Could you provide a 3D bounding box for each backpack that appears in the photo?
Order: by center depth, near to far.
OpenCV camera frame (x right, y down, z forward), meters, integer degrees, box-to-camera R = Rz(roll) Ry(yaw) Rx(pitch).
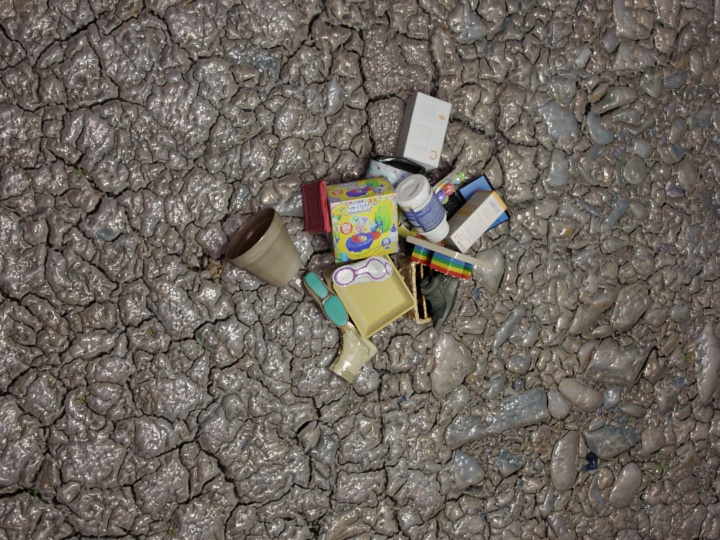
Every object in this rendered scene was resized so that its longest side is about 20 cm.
[{"bbox_3d":[0.112,-0.283,1.695,0.194,0.167,0.130,15,96,-9],"label":"backpack"}]

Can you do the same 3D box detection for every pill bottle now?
[{"bbox_3d":[0.188,-0.177,1.615,0.111,0.110,0.201,-47,131,-7],"label":"pill bottle"}]

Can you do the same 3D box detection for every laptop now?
[{"bbox_3d":[0.364,-0.179,1.792,0.199,0.103,0.179,-41,103,-22],"label":"laptop"}]

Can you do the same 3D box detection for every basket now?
[{"bbox_3d":[0.208,0.057,1.747,0.138,0.149,0.207,-6,95,-14],"label":"basket"}]

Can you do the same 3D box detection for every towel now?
[{"bbox_3d":[-0.136,-0.185,1.608,0.022,0.199,0.149,-7,96,-23],"label":"towel"}]

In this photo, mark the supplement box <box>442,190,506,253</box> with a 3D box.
[{"bbox_3d":[0.347,-0.155,1.713,0.200,0.126,0.074,-45,105,-2],"label":"supplement box"}]

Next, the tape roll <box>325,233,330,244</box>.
[{"bbox_3d":[-0.014,-0.137,1.730,0.197,0.037,0.210,-1,94,-15],"label":"tape roll"}]

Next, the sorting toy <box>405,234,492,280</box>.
[{"bbox_3d":[0.256,-0.029,1.623,0.196,0.198,0.071,14,97,-45],"label":"sorting toy"}]

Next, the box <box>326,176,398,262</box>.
[{"bbox_3d":[0.002,-0.151,1.606,0.194,0.123,0.197,-10,123,-8],"label":"box"}]

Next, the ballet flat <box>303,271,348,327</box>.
[{"bbox_3d":[-0.105,0.092,1.687,0.070,0.065,0.202,-33,82,-13],"label":"ballet flat"}]

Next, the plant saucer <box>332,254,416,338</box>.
[{"bbox_3d":[0.044,0.073,1.688,0.197,0.048,0.203,-33,86,5],"label":"plant saucer"}]

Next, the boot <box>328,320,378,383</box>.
[{"bbox_3d":[-0.057,0.246,1.731,0.200,0.073,0.156,43,84,-17],"label":"boot"}]

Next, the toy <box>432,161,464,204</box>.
[{"bbox_3d":[0.270,-0.250,1.723,0.047,0.116,0.200,37,56,13],"label":"toy"}]

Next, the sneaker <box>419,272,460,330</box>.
[{"bbox_3d":[0.234,0.088,1.684,0.076,0.112,0.203,-42,149,-44],"label":"sneaker"}]

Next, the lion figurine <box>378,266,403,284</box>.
[{"bbox_3d":[0.069,0.082,1.744,0.119,0.072,0.207,7,96,-3],"label":"lion figurine"}]

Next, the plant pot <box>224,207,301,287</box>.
[{"bbox_3d":[-0.270,-0.050,1.602,0.200,0.199,0.174,-46,120,-7],"label":"plant pot"}]

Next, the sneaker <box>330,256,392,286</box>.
[{"bbox_3d":[0.000,0.000,1.635,0.194,0.099,0.077,-8,94,-17],"label":"sneaker"}]

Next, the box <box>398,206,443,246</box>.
[{"bbox_3d":[0.185,-0.125,1.743,0.198,0.050,0.077,32,62,-30],"label":"box"}]

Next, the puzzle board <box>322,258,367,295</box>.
[{"bbox_3d":[-0.011,0.023,1.733,0.196,0.017,0.154,-24,116,-9],"label":"puzzle board"}]

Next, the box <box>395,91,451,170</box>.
[{"bbox_3d":[0.197,-0.439,1.732,0.121,0.097,0.206,13,90,-16],"label":"box"}]
